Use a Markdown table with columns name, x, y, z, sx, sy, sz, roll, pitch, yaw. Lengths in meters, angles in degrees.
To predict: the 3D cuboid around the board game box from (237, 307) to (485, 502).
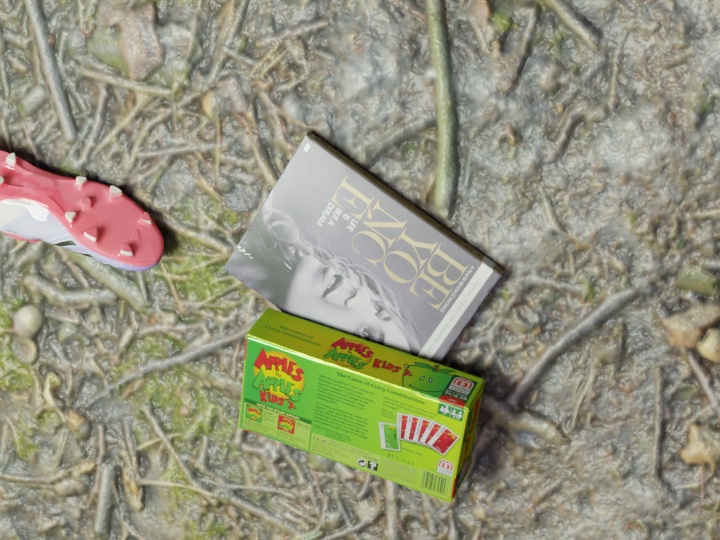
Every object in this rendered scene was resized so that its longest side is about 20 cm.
| name | x | y | z | sx | sy | sz | roll | pitch | yaw |
| --- | --- | --- | --- | --- | --- | --- | --- | --- | --- |
| board game box | -0.002 | 0.113 | 1.371 | 0.199 | 0.048 | 0.102 | 18 | 124 | 15 |

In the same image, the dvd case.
| name | x | y | z | sx | sy | sz | roll | pitch | yaw |
| --- | --- | --- | --- | --- | --- | --- | --- | --- | --- |
| dvd case | 0.000 | 0.000 | 1.360 | 0.199 | 0.016 | 0.149 | 35 | 116 | 2 |

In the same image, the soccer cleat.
| name | x | y | z | sx | sy | sz | roll | pitch | yaw |
| --- | --- | --- | --- | --- | --- | --- | --- | --- | --- |
| soccer cleat | -0.262 | -0.046 | 1.414 | 0.199 | 0.067 | 0.077 | 23 | 146 | 3 |
